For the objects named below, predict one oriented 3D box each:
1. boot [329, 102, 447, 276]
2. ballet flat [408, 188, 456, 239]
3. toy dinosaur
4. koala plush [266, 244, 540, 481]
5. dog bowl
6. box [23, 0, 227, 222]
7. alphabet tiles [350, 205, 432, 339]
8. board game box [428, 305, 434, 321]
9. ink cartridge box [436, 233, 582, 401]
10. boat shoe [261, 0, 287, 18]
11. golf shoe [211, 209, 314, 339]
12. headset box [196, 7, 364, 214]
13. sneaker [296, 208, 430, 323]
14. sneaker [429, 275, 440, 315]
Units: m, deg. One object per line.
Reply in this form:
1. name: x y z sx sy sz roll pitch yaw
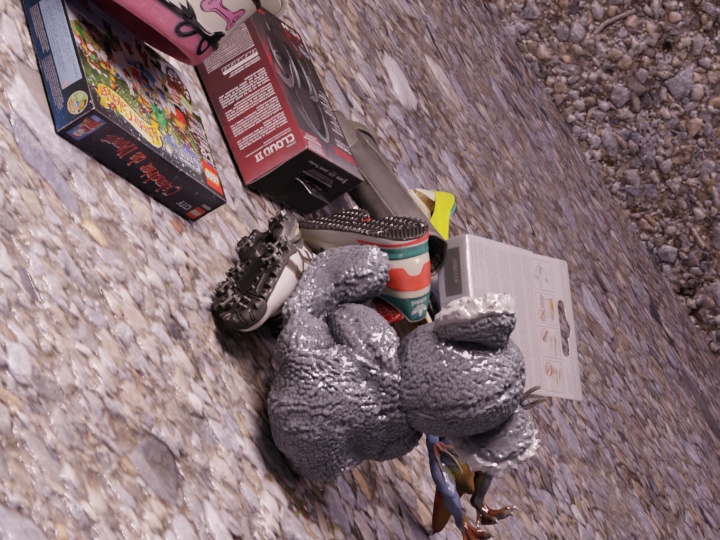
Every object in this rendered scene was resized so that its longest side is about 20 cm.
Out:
1. boot: 0.026 -0.076 1.847 0.200 0.073 0.182 45 9 23
2. ballet flat: 0.074 -0.061 2.102 0.067 0.067 0.200 42 22 -15
3. toy dinosaur: 0.071 0.156 1.571 0.105 0.199 0.183 -30 97 -42
4. koala plush: 0.042 0.089 1.411 0.184 0.198 0.179 -53 140 -60
5. dog bowl: -0.182 -0.239 1.424 0.199 0.074 0.200 33 -3 2
6. box: -0.189 -0.137 1.434 0.200 0.037 0.138 36 29 -57
7. alphabet tiles: 0.022 0.045 1.651 0.202 0.006 0.166 64 -25 9
8. board game box: 0.043 0.063 1.831 0.151 0.036 0.201 45 21 -46
9. ink cartridge box: 0.158 0.058 1.878 0.199 0.057 0.165 15 67 -54
10. boat shoe: -0.154 -0.317 1.739 0.199 0.075 0.062 28 39 -24
11. golf shoe: -0.065 0.019 1.492 0.095 0.077 0.200 58 17 -13
12. headset box: -0.081 -0.153 1.733 0.202 0.077 0.149 66 16 19
13. sneaker: 0.001 0.000 1.559 0.199 0.070 0.095 10 -70 60
14. sneaker: 0.130 0.042 1.981 0.200 0.098 0.079 74 -3 -78
